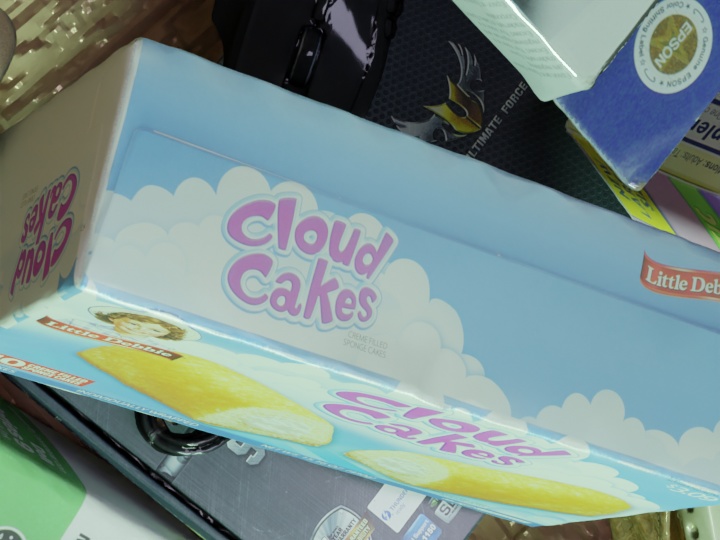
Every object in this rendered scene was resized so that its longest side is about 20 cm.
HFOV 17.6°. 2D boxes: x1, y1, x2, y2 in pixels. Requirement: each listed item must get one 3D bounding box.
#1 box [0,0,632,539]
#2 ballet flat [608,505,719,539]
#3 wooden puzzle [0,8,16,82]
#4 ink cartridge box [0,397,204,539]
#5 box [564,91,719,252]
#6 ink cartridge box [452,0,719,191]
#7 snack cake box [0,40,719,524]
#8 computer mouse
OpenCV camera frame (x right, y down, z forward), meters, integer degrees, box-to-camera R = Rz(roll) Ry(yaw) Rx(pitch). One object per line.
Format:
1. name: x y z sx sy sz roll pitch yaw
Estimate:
1. box: 0.000 0.000 0.760 0.157 0.051 0.200 39 79 -4
2. ballet flat: 0.124 0.114 0.767 0.067 0.072 0.202 -17 103 -36
3. wooden puzzle: -0.217 -0.021 0.638 0.184 0.046 0.201 27 90 3
4. ink cartridge box: -0.102 0.142 0.774 0.200 0.084 0.147 34 88 -31
5. box: 0.198 -0.044 0.733 0.200 0.097 0.176 -44 120 -8
6. ink cartridge box: 0.081 -0.149 0.575 0.200 0.041 0.200 42 82 -31
7. snack cake box: 0.000 0.012 0.643 0.199 0.115 0.068 19 74 -23
8. computer mouse: -0.027 -0.039 0.717 0.058 0.034 0.202 16 81 -6
